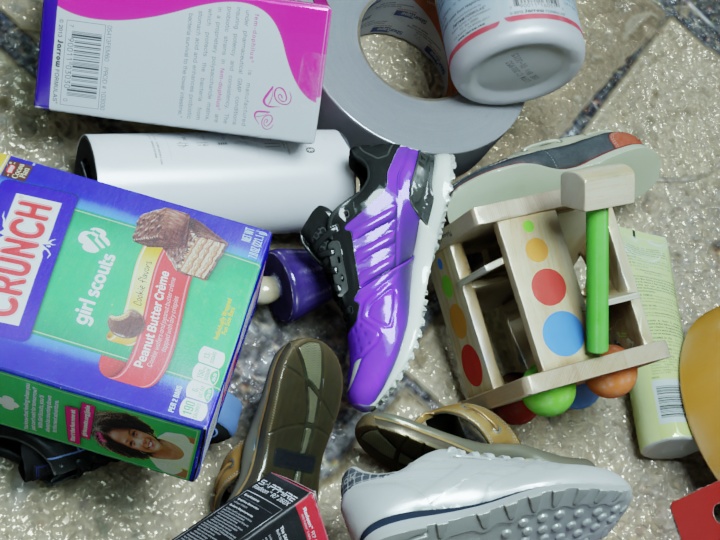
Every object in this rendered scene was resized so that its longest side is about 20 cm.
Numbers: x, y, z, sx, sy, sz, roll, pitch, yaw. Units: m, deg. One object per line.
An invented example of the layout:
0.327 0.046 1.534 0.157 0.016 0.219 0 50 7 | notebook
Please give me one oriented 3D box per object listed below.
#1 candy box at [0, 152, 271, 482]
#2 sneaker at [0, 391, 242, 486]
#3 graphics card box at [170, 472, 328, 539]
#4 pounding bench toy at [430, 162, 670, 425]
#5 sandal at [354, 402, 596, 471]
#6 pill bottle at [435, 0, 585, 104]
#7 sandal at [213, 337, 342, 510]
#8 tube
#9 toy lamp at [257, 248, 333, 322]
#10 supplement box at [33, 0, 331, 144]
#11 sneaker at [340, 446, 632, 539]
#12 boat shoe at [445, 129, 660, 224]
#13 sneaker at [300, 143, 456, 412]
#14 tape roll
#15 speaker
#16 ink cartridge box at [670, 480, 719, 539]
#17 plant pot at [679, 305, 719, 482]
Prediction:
-0.176 0.026 0.909 0.200 0.077 0.169 16 49 -1 | candy box
-0.181 0.108 0.942 0.200 0.070 0.078 8 65 -11 | sneaker
-0.102 0.233 0.887 0.200 0.051 0.126 -33 122 -31 | graphics card box
0.147 0.023 1.020 0.124 0.200 0.156 -12 80 -21 | pounding bench toy
0.086 0.128 1.032 0.200 0.080 0.054 13 64 -21 | sandal
0.109 -0.243 1.120 0.109 0.109 0.200 1 66 -22 | pill bottle
-0.070 0.141 0.967 0.082 0.055 0.200 23 78 -44 | sandal
0.239 0.054 1.150 0.052 0.058 0.200 -12 63 14 | tube
-0.106 0.024 1.015 0.200 0.058 0.058 -16 73 -27 | toy lamp
-0.126 -0.161 1.024 0.200 0.103 0.101 8 105 -5 | supplement box
0.086 0.153 0.950 0.200 0.076 0.081 -4 37 -15 | sneaker
0.152 -0.075 1.164 0.200 0.071 0.063 -16 33 -20 | boat shoe
0.000 0.000 1.015 0.099 0.070 0.200 15 77 -7 | sneaker
0.036 -0.170 1.158 0.200 0.066 0.200 9 64 -19 | tape roll
-0.109 -0.065 1.041 0.200 0.081 0.081 -4 68 -24 | speaker
0.284 0.247 1.008 0.050 0.161 0.200 -7 69 -28 | ink cartridge box
0.384 0.085 1.084 0.200 0.183 0.200 20 53 -29 | plant pot
